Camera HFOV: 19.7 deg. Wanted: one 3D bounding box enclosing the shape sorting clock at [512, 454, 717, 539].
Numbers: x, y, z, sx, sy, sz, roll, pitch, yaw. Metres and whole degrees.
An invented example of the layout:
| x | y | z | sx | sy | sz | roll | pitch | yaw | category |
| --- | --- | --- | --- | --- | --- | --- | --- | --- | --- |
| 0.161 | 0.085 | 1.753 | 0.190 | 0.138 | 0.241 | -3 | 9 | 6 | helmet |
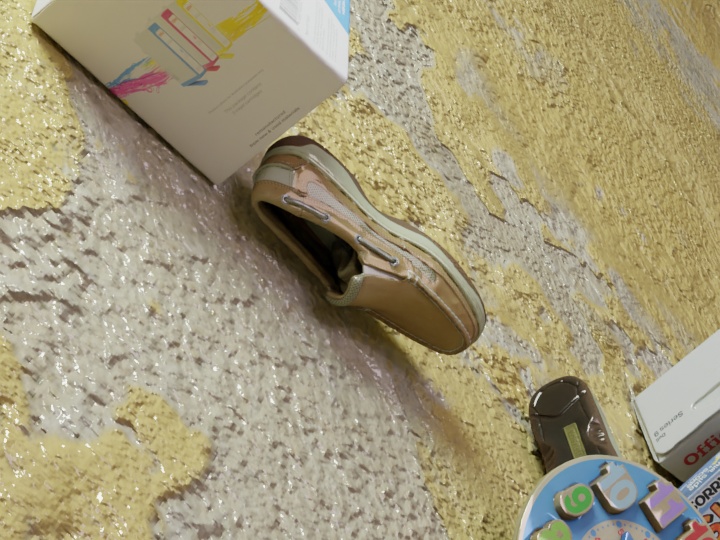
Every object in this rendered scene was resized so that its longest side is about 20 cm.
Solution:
| x | y | z | sx | sy | sz | roll | pitch | yaw | category |
| --- | --- | --- | --- | --- | --- | --- | --- | --- | --- |
| 0.184 | 0.220 | 1.399 | 0.199 | 0.039 | 0.201 | 21 | 53 | -31 | shape sorting clock |

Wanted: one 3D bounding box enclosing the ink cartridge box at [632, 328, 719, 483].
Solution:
| x | y | z | sx | sy | sz | roll | pitch | yaw | category |
| --- | --- | --- | --- | --- | --- | --- | --- | --- | --- |
| 0.352 | 0.141 | 1.771 | 0.200 | 0.145 | 0.088 | 36 | 21 | -32 | ink cartridge box |

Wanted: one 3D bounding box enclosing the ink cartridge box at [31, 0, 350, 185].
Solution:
| x | y | z | sx | sy | sz | roll | pitch | yaw | category |
| --- | --- | --- | --- | --- | --- | --- | --- | --- | --- |
| -0.118 | -0.186 | 1.389 | 0.200 | 0.125 | 0.129 | 42 | 27 | -24 | ink cartridge box |

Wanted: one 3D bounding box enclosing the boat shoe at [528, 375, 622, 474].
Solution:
| x | y | z | sx | sy | sz | roll | pitch | yaw | category |
| --- | --- | --- | --- | --- | --- | --- | --- | --- | --- |
| 0.175 | 0.168 | 1.532 | 0.076 | 0.071 | 0.201 | 55 | 21 | -37 | boat shoe |

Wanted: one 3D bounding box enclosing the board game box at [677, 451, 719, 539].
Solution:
| x | y | z | sx | sy | sz | roll | pitch | yaw | category |
| --- | --- | --- | --- | --- | --- | --- | --- | --- | --- |
| 0.355 | 0.178 | 1.679 | 0.135 | 0.200 | 0.034 | 48 | 0 | -11 | board game box |

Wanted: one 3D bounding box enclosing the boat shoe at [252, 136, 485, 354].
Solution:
| x | y | z | sx | sy | sz | roll | pitch | yaw | category |
| --- | --- | --- | --- | --- | --- | --- | --- | --- | --- |
| 0.000 | 0.000 | 1.430 | 0.200 | 0.072 | 0.076 | 39 | 41 | -14 | boat shoe |

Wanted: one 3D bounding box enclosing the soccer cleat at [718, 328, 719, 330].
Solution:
| x | y | z | sx | sy | sz | roll | pitch | yaw | category |
| --- | --- | --- | --- | --- | --- | --- | --- | --- | --- |
| 0.388 | 0.096 | 2.024 | 0.200 | 0.064 | 0.084 | 4 | 84 | -64 | soccer cleat |
